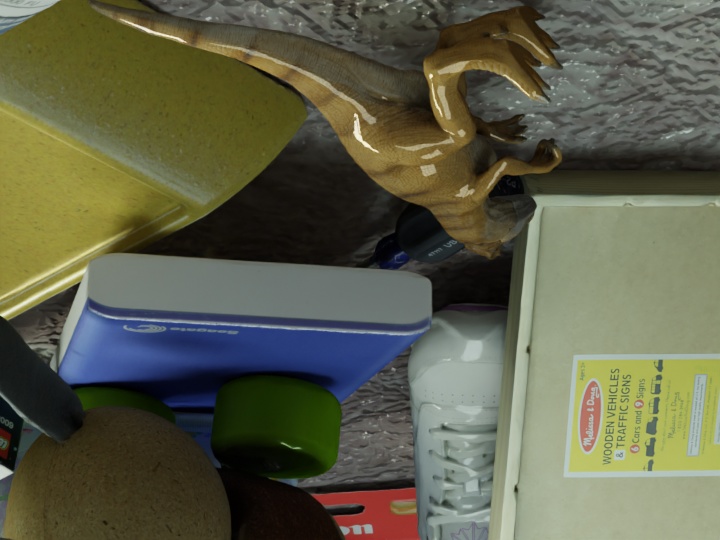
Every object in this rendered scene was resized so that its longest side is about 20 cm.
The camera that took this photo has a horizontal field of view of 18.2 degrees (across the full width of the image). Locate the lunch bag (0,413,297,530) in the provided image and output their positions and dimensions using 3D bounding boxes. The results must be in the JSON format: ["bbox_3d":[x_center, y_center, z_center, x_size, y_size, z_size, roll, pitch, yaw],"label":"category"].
[{"bbox_3d":[-0.135,0.156,1.039,0.198,0.171,0.127,1,157,5],"label":"lunch bag"}]

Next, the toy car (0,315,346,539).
[{"bbox_3d":[-0.107,0.104,0.869,0.157,0.165,0.200,-5,156,25],"label":"toy car"}]

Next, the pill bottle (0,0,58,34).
[{"bbox_3d":[-0.105,-0.130,0.609,0.199,0.120,0.119,-24,144,31],"label":"pill bottle"}]

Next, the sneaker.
[{"bbox_3d":[0.060,0.085,1.023,0.074,0.100,0.200,0,150,6],"label":"sneaker"}]

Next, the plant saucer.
[{"bbox_3d":[-0.153,-0.040,0.833,0.199,0.049,0.199,-25,144,34],"label":"plant saucer"}]

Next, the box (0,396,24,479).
[{"bbox_3d":[-0.262,0.050,0.953,0.136,0.038,0.200,-28,132,34],"label":"box"}]

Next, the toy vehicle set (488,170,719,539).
[{"bbox_3d":[0.121,0.056,0.937,0.123,0.027,0.201,1,113,-6],"label":"toy vehicle set"}]

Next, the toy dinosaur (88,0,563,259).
[{"bbox_3d":[0.013,-0.056,0.794,0.106,0.061,0.200,-35,131,23],"label":"toy dinosaur"}]

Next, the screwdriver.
[{"bbox_3d":[0.000,0.000,0.953,0.029,0.028,0.200,-17,171,-40],"label":"screwdriver"}]

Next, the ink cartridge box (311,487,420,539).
[{"bbox_3d":[-0.022,0.182,1.239,0.160,0.050,0.200,-5,152,2],"label":"ink cartridge box"}]

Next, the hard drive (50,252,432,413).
[{"bbox_3d":[-0.057,0.031,0.934,0.131,0.026,0.200,4,166,-11],"label":"hard drive"}]
